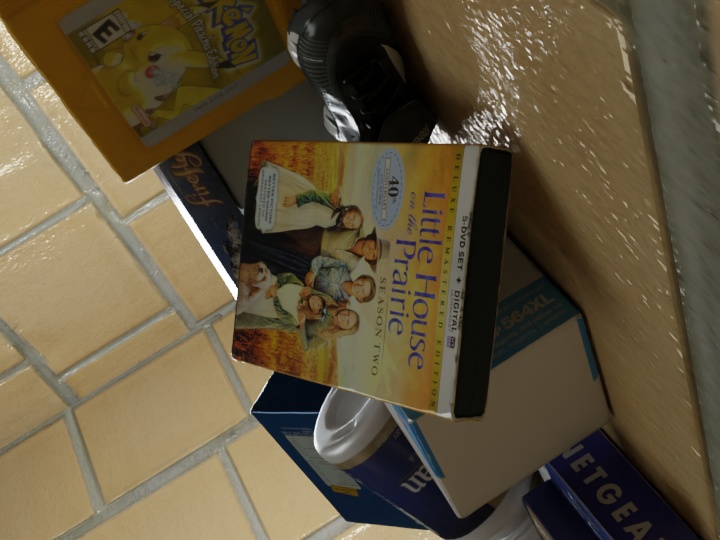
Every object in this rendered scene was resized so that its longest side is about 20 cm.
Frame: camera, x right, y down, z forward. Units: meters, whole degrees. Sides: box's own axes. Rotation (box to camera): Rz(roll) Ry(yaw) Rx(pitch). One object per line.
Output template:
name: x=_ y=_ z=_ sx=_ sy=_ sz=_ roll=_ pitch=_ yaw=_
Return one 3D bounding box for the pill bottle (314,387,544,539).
pill bottle: x=0.070 y=0.154 z=0.871 sx=0.200 sy=0.111 sz=0.111 roll=36 pitch=-177 yaw=-17

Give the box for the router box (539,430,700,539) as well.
router box: x=0.209 y=0.219 z=0.775 sx=0.180 sy=0.049 sz=0.200 roll=61 pitch=176 yaw=-33

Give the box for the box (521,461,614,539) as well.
box: x=0.171 y=0.228 z=0.741 sx=0.200 sy=0.032 sz=0.121 roll=62 pitch=175 yaw=-30

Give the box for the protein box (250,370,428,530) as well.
protein box: x=0.033 y=0.163 z=1.139 sx=0.198 sy=0.135 sz=0.200 roll=-6 pitch=132 yaw=41

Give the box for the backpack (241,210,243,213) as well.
backpack: x=-0.106 y=-0.116 z=1.224 sx=0.154 sy=0.200 sz=0.190 roll=57 pitch=170 yaw=-14

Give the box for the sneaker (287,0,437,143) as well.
sneaker: x=0.011 y=-0.110 z=0.674 sx=0.091 sy=0.066 sz=0.200 roll=51 pitch=176 yaw=17

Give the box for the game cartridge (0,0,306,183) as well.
game cartridge: x=-0.100 y=-0.157 z=0.667 sx=0.032 sy=0.199 sz=0.176 roll=59 pitch=177 yaw=32

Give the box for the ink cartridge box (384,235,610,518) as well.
ink cartridge box: x=0.056 y=0.037 z=0.735 sx=0.200 sy=0.125 sz=0.129 roll=54 pitch=174 yaw=43

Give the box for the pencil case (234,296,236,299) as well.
pencil case: x=-0.059 y=-0.016 z=1.277 sx=0.083 sy=0.200 sz=0.087 roll=50 pitch=164 yaw=16

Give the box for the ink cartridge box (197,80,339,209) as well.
ink cartridge box: x=-0.091 y=-0.173 z=0.827 sx=0.200 sy=0.144 sz=0.145 roll=60 pitch=175 yaw=-17

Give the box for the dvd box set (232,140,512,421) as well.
dvd box set: x=-0.002 y=-0.002 z=0.631 sx=0.200 sy=0.029 sz=0.147 roll=10 pitch=95 yaw=47

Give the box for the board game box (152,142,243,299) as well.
board game box: x=-0.106 y=-0.024 z=0.840 sx=0.200 sy=0.035 sz=0.135 roll=59 pitch=171 yaw=-17
